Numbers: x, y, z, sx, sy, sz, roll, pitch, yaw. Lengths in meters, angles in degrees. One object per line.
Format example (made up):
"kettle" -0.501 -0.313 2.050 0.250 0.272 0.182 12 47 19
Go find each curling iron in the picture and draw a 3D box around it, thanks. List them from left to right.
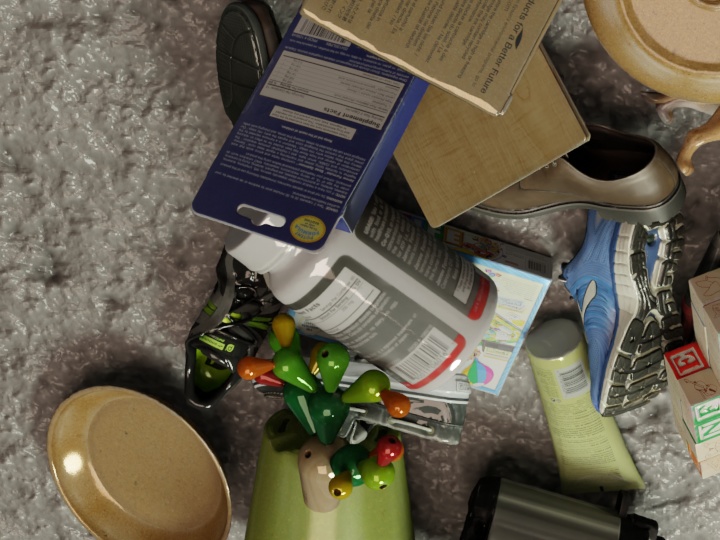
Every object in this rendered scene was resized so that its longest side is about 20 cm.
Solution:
"curling iron" 0.279 0.032 1.398 0.026 0.050 0.200 -12 142 -13

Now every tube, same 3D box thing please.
"tube" 0.192 0.129 1.512 0.058 0.052 0.200 30 151 47

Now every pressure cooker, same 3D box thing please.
"pressure cooker" 0.177 0.291 1.536 0.200 0.179 0.176 15 133 4

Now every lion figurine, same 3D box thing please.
"lion figurine" 0.318 -0.092 1.322 0.122 0.072 0.200 -34 108 25

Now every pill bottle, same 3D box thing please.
"pill bottle" 0.000 0.000 1.368 0.200 0.114 0.114 35 123 -16

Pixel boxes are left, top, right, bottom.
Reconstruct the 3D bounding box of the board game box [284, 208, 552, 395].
"board game box" 0.047 0.020 1.467 0.200 0.034 0.134 18 125 -5

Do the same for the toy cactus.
"toy cactus" -0.032 0.133 1.398 0.200 0.102 0.165 39 139 38

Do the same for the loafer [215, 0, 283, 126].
"loafer" -0.071 -0.131 1.398 0.072 0.063 0.200 31 136 43

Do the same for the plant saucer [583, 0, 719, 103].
"plant saucer" 0.258 -0.214 1.251 0.200 0.035 0.200 5 111 12

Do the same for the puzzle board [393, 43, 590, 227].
"puzzle board" 0.070 -0.154 1.319 0.151 0.017 0.200 -30 84 31

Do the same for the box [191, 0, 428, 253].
"box" -0.032 -0.105 1.294 0.121 0.200 0.032 19 159 25

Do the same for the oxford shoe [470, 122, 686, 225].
"oxford shoe" 0.148 -0.087 1.342 0.200 0.073 0.084 0 148 23

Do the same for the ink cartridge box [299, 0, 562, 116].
"ink cartridge box" 0.072 -0.235 1.230 0.165 0.075 0.200 28 96 -4

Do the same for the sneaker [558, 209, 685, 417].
"sneaker" 0.213 0.025 1.415 0.079 0.089 0.200 -9 112 -32

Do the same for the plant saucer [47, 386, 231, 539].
"plant saucer" -0.200 0.188 1.611 0.200 0.035 0.200 13 121 22

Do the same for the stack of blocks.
"stack of blocks" 0.308 0.076 1.378 0.115 0.059 0.200 -21 141 0

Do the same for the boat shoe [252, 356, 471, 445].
"boat shoe" -0.005 0.114 1.477 0.200 0.072 0.071 4 84 23

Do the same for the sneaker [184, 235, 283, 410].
"sneaker" -0.107 0.043 1.495 0.071 0.083 0.200 21 122 -4

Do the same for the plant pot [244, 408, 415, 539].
"plant pot" -0.028 0.225 1.555 0.200 0.200 0.190 5 111 9
